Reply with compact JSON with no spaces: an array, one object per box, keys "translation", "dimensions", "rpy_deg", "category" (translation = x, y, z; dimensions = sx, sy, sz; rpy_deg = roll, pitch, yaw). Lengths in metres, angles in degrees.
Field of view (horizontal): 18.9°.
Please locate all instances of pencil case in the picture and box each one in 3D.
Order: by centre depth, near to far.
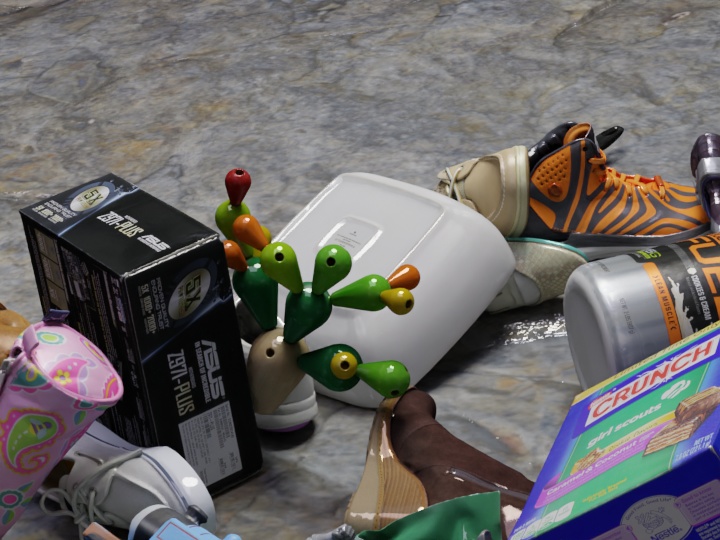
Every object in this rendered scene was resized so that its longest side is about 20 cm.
[{"translation":[-0.250,0.124,1.499],"dimensions":[0.087,0.200,0.088],"rpy_deg":[33,23,-16],"category":"pencil case"}]

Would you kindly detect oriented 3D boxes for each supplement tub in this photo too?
[{"translation":[0.260,0.036,1.604],"dimensions":[0.198,0.123,0.123],"rpy_deg":[-13,27,-10],"category":"supplement tub"}]

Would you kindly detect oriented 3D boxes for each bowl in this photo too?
[{"translation":[0.000,0.000,1.739],"dimensions":[0.199,0.075,0.200],"rpy_deg":[20,56,42],"category":"bowl"}]

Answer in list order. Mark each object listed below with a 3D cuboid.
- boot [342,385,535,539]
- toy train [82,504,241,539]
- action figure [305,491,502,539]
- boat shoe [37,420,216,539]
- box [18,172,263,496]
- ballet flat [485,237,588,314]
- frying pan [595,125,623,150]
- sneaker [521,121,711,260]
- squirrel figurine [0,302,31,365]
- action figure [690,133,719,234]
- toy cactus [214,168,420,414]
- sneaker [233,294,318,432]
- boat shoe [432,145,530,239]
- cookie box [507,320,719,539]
[{"translation":[0.083,0.154,1.507],"dimensions":[0.165,0.073,0.200],"rpy_deg":[9,27,7],"category":"boot"},{"translation":[-0.103,0.216,1.360],"dimensions":[0.114,0.087,0.199],"rpy_deg":[-45,43,-19],"category":"toy train"},{"translation":[-0.008,0.204,1.398],"dimensions":[0.198,0.055,0.119],"rpy_deg":[-8,60,21],"category":"action figure"},{"translation":[-0.186,0.159,1.539],"dimensions":[0.086,0.075,0.201],"rpy_deg":[-25,29,-32],"category":"boat shoe"},{"translation":[-0.162,0.052,1.603],"dimensions":[0.086,0.201,0.163],"rpy_deg":[-24,30,-28],"category":"box"},{"translation":[0.095,0.009,1.794],"dimensions":[0.199,0.068,0.063],"rpy_deg":[5,57,31],"category":"ballet flat"},{"translation":[0.170,-0.086,1.975],"dimensions":[0.114,0.031,0.190],"rpy_deg":[1,24,18],"category":"frying pan"},{"translation":[0.220,-0.072,1.834],"dimensions":[0.198,0.113,0.078],"rpy_deg":[-10,19,-4],"category":"sneaker"},{"translation":[-0.327,0.102,1.667],"dimensions":[0.185,0.142,0.201],"rpy_deg":[-3,39,-13],"category":"squirrel figurine"},{"translation":[0.311,-0.019,1.749],"dimensions":[0.129,0.070,0.201],"rpy_deg":[6,46,-3],"category":"action figure"},{"translation":[-0.044,0.034,1.566],"dimensions":[0.200,0.166,0.102],"rpy_deg":[38,40,11],"category":"toy cactus"},{"translation":[-0.103,0.053,1.696],"dimensions":[0.075,0.100,0.199],"rpy_deg":[-20,28,-39],"category":"sneaker"},{"translation":[0.095,-0.059,1.811],"dimensions":[0.064,0.073,0.200],"rpy_deg":[3,-10,-11],"category":"boat shoe"},{"translation":[0.197,0.122,1.382],"dimensions":[0.171,0.075,0.200],"rpy_deg":[-32,11,31],"category":"cookie box"}]
